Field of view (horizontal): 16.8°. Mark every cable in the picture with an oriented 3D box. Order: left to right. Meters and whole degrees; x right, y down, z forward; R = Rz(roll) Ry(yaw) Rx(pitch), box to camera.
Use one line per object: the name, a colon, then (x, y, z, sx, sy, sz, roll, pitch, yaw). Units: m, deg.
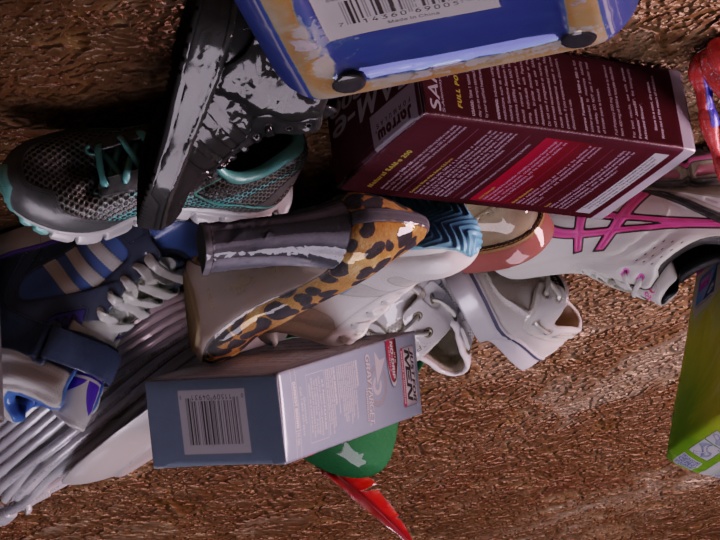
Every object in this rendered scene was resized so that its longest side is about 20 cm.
cable: (-0.188, 0.092, 1.756, 0.200, 0.069, 0.200, -34, 175, -31)

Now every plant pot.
plant pot: (0.019, -0.191, 1.058, 0.200, 0.180, 0.200, -10, 159, 8)

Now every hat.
hat: (-0.014, 0.156, 1.919, 0.200, 0.176, 0.166, 1, 157, -18)

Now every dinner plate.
dinner plate: (-0.123, 0.098, 1.721, 0.200, 0.024, 0.200, -37, 176, -3)

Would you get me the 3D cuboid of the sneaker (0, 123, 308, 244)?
sneaker: (-0.120, -0.069, 1.480, 0.200, 0.078, 0.091, -6, 157, -30)

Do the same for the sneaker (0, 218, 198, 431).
sneaker: (-0.161, 0.033, 1.606, 0.200, 0.147, 0.081, -15, 157, 22)

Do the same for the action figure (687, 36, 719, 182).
action figure: (0.255, -0.081, 1.527, 0.065, 0.099, 0.200, -16, 154, 20)

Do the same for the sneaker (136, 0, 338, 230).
sneaker: (-0.060, -0.094, 1.384, 0.104, 0.060, 0.200, 9, 129, -13)

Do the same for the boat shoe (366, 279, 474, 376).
boat shoe: (0.035, 0.033, 1.766, 0.071, 0.069, 0.200, -18, 158, 25)

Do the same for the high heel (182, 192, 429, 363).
high heel: (-0.037, 0.010, 1.535, 0.142, 0.072, 0.200, -7, 161, -11)

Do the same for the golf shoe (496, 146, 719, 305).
golf shoe: (0.179, -0.019, 1.660, 0.200, 0.092, 0.073, -14, 158, 22)

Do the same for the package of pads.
package of pads: (0.284, 0.029, 1.664, 0.068, 0.200, 0.155, 22, 150, -15)

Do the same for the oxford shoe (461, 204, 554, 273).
oxford shoe: (0.027, -0.037, 1.632, 0.200, 0.071, 0.075, -11, 127, 23)

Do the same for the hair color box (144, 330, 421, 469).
hair color box: (-0.047, 0.083, 1.599, 0.099, 0.061, 0.200, -4, -175, 27)

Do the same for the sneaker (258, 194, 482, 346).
sneaker: (0.000, 0.000, 1.586, 0.200, 0.077, 0.081, -8, 117, 38)

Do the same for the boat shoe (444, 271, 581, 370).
boat shoe: (0.115, 0.019, 1.776, 0.070, 0.071, 0.200, -28, 154, 11)

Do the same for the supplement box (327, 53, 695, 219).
supplement box: (0.092, -0.087, 1.502, 0.200, 0.061, 0.109, 5, 155, -30)

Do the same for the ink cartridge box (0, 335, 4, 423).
ink cartridge box: (-0.330, 0.059, 1.622, 0.200, 0.146, 0.084, -24, 152, 37)
